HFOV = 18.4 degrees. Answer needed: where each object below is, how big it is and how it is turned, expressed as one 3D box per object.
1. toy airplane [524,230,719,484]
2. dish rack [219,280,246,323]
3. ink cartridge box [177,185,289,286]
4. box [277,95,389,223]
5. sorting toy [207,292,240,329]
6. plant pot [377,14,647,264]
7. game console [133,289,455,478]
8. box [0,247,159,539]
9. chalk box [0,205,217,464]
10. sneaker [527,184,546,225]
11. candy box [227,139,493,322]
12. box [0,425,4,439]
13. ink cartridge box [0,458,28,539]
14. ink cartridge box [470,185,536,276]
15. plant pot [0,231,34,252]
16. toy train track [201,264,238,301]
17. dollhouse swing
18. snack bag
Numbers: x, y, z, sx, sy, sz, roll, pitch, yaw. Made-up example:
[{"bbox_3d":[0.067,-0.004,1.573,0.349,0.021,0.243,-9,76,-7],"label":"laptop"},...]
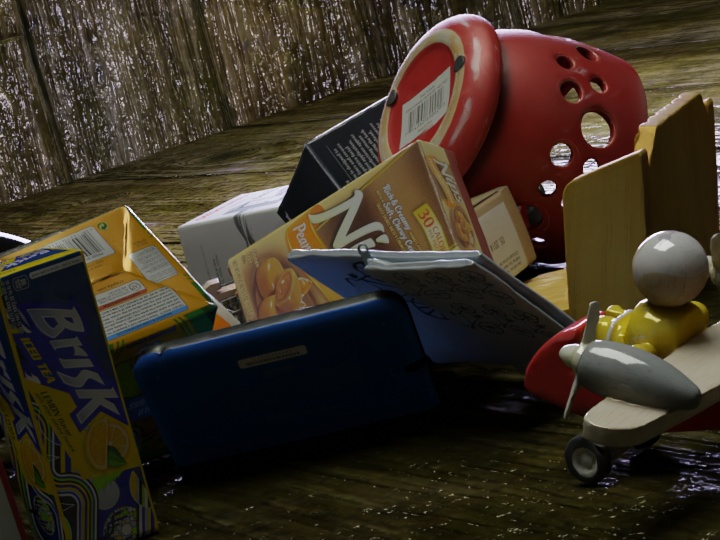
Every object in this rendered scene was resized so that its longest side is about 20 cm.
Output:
[{"bbox_3d":[0.201,0.045,1.295,0.199,0.141,0.200,-15,10,-3],"label":"toy airplane"},{"bbox_3d":[-0.094,0.033,2.056,0.200,0.055,0.153,-21,11,-20],"label":"dish rack"},{"bbox_3d":[-0.068,-0.041,2.316,0.200,0.084,0.146,-10,11,29],"label":"ink cartridge box"},{"bbox_3d":[0.039,-0.095,2.145,0.200,0.107,0.148,-32,-13,-23],"label":"box"},{"bbox_3d":[-0.212,0.088,1.880,0.180,0.107,0.200,-42,21,-25],"label":"sorting toy"},{"bbox_3d":[0.128,-0.125,1.980,0.182,0.201,0.200,20,-6,-26],"label":"plant pot"},{"bbox_3d":[-0.044,0.071,1.611,0.200,0.171,0.118,-14,37,9],"label":"game console"},{"bbox_3d":[-0.200,0.088,1.481,0.070,0.200,0.064,-20,12,-30],"label":"box"},{"bbox_3d":[-0.201,0.077,1.667,0.125,0.200,0.124,-24,54,-31],"label":"chalk box"},{"bbox_3d":[0.096,-0.031,2.106,0.200,0.075,0.085,-19,-4,-43],"label":"sneaker"},{"bbox_3d":[0.000,0.000,1.708,0.200,0.116,0.055,-32,-25,28],"label":"candy box"},{"bbox_3d":[-0.311,0.092,1.759,0.200,0.036,0.143,-29,-30,1],"label":"box"},{"bbox_3d":[-0.331,0.138,1.565,0.083,0.146,0.200,-24,13,-33],"label":"ink cartridge box"},{"bbox_3d":[0.032,0.012,1.846,0.165,0.075,0.200,-21,6,31],"label":"ink cartridge box"},{"bbox_3d":[-0.380,0.057,1.998,0.200,0.200,0.177,-7,1,38],"label":"plant pot"},{"bbox_3d":[-0.053,-0.015,1.999,0.200,0.033,0.115,-18,12,-5],"label":"toy train track"},{"bbox_3d":[0.175,-0.040,1.771,0.176,0.182,0.200,2,17,25],"label":"dollhouse swing"},{"bbox_3d":[0.065,0.031,1.561,0.200,0.021,0.189,2,-24,46],"label":"snack bag"}]
